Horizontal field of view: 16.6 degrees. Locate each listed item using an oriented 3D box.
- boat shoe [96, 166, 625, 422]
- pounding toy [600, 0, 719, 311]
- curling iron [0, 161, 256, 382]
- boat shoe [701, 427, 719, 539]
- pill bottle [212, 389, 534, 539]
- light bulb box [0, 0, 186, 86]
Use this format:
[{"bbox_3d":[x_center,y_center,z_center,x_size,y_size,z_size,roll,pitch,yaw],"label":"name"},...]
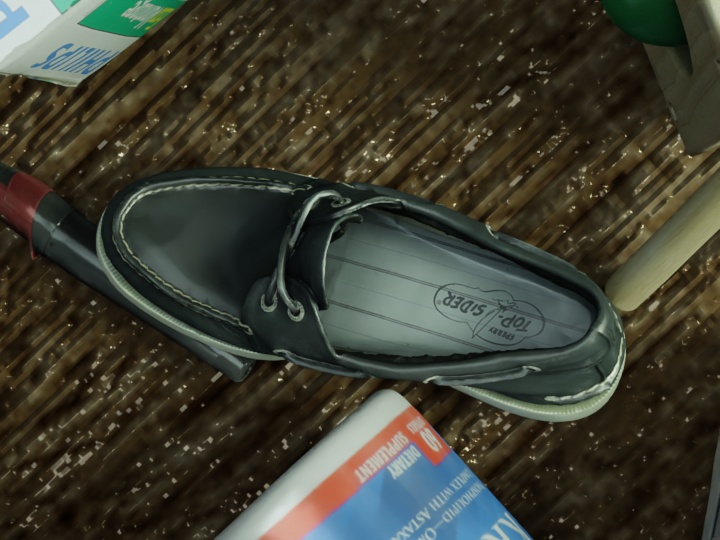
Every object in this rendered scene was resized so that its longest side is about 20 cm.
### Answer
[{"bbox_3d":[0.000,0.002,0.883,0.199,0.066,0.075,21,76,6],"label":"boat shoe"},{"bbox_3d":[0.158,-0.089,0.821,0.200,0.184,0.142,-22,88,0],"label":"pounding toy"},{"bbox_3d":[-0.127,-0.013,0.925,0.200,0.026,0.050,31,59,1],"label":"curling iron"},{"bbox_3d":[0.159,0.111,0.832,0.093,0.075,0.200,16,58,3],"label":"boat shoe"},{"bbox_3d":[0.036,0.149,0.870,0.112,0.112,0.200,-43,87,7],"label":"pill bottle"},{"bbox_3d":[-0.091,-0.198,0.836,0.200,0.125,0.198,-38,87,7],"label":"light bulb box"}]
